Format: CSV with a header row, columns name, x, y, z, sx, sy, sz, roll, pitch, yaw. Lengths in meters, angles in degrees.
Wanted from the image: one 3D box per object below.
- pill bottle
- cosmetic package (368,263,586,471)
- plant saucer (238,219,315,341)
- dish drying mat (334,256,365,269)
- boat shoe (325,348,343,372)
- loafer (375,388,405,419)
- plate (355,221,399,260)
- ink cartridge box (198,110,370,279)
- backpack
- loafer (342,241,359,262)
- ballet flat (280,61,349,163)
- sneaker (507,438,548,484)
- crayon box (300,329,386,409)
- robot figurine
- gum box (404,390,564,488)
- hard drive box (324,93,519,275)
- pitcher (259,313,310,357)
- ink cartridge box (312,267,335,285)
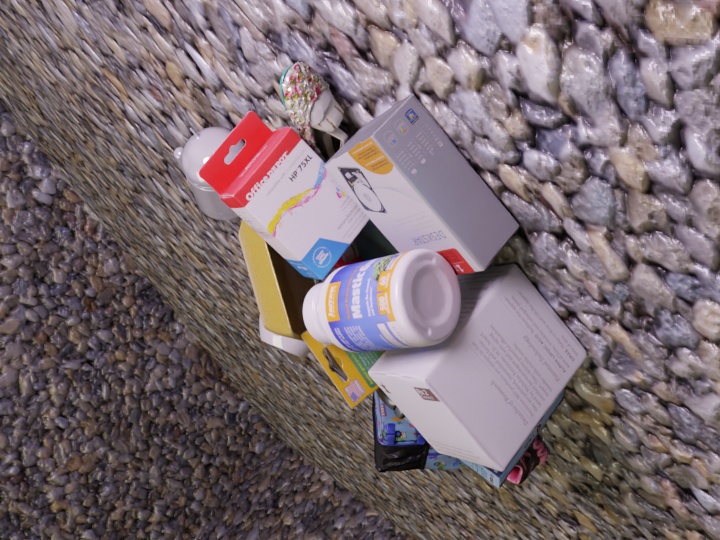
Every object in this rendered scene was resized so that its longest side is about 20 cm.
name,x,y,z,sx,sy,sz,roll,pitch,yaw
pill bottle,0.018,0.043,0.945,0.199,0.113,0.112,-12,124,47
cosmetic package,0.151,0.123,1.009,0.165,0.200,0.164,48,160,-13
plant saucer,-0.114,0.017,1.115,0.200,0.048,0.203,37,-146,-73
dish drying mat,0.000,0.000,1.194,0.199,0.018,0.077,36,-156,20
boat shoe,0.014,0.130,1.230,0.199,0.067,0.073,16,115,54
loafer,0.102,0.129,1.123,0.063,0.200,0.072,39,148,16
plate,0.030,-0.054,1.144,0.199,0.026,0.201,38,159,18
ink cartridge box,-0.094,-0.097,0.975,0.200,0.117,0.067,43,166,-22
backpack,0.121,0.266,1.383,0.197,0.184,0.136,1,133,-2
loafer,-0.078,-0.078,1.189,0.200,0.063,0.072,50,167,28
ballet flat,-0.046,-0.188,0.971,0.063,0.076,0.200,25,164,18
sneaker,0.247,0.290,1.314,0.201,0.095,0.079,54,159,-23
crayon box,0.020,0.084,1.082,0.126,0.199,0.052,55,159,-4
robot figurine,-0.238,-0.165,1.308,0.167,0.114,0.201,16,153,13
gum box,0.175,0.195,1.151,0.199,0.170,0.045,33,158,28
hard drive box,0.070,-0.091,0.919,0.200,0.077,0.156,47,160,-12
pitcher,-0.104,0.042,1.342,0.120,0.202,0.171,24,173,-14
ink cartridge box,0.011,0.060,1.203,0.200,0.108,0.051,50,140,33
